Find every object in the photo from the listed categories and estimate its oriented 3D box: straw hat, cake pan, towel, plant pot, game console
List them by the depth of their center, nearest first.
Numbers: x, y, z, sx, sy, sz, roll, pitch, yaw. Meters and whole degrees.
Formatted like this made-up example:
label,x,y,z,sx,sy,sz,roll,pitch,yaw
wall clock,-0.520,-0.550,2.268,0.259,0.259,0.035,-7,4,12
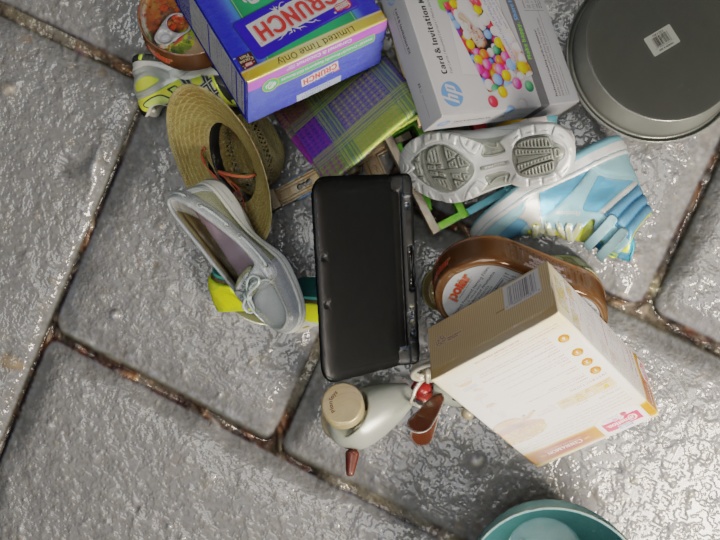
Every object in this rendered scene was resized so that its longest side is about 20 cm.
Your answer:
label,x,y,z,sx,sy,sz,roll,pitch,yaw
game console,0.000,0.000,0.878,0.114,0.176,0.204,-3,96,-8
cake pan,0.327,-0.242,0.889,0.196,0.037,0.204,0,82,2
plant pot,0.208,0.341,0.896,0.196,0.135,0.204,0,92,8
towel,-0.018,-0.186,0.908,0.143,0.023,0.201,-39,45,6
straw hat,-0.135,-0.132,0.944,0.085,0.201,0.202,-33,86,-33

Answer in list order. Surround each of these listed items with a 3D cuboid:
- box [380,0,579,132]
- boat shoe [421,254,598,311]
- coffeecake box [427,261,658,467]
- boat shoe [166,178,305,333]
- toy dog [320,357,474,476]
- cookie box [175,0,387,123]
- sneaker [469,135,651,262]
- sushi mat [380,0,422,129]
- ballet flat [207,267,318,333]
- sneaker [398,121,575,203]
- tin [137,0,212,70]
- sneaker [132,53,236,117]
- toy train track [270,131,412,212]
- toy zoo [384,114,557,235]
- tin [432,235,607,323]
label,x,y,z,sx,sy,sz,roll,pitch,yaw
box,0.130,-0.236,0.867,0.197,0.041,0.158,-12,80,-31
boat shoe,0.167,0.015,0.926,0.197,0.063,0.075,-1,92,8
coffeecake box,0.190,0.106,0.849,0.152,0.074,0.200,-32,124,28
boat shoe,-0.136,-0.011,0.898,0.203,0.064,0.074,55,132,8
toy dog,0.042,0.175,0.929,0.197,0.132,0.098,-18,67,17
cookie box,-0.093,-0.285,0.872,0.169,0.075,0.202,-28,72,-15
sneaker,0.231,-0.048,0.903,0.198,0.079,0.132,-30,81,9
sushi mat,0.076,-0.257,0.914,0.094,0.012,0.203,-10,77,-24
ballet flat,-0.088,0.039,0.971,0.196,0.067,0.068,9,114,10
sneaker,0.141,-0.122,0.889,0.197,0.099,0.079,1,106,24
tin,-0.169,-0.313,0.937,0.111,0.042,0.201,33,68,13
sneaker,-0.177,-0.214,0.971,0.196,0.075,0.078,9,105,15
toy train track,-0.032,-0.123,0.965,0.198,0.033,0.116,-27,88,9
toy zoo,0.140,-0.145,0.935,0.198,0.020,0.133,-29,89,-1
tin,0.171,0.031,0.867,0.197,0.042,0.113,19,128,-14
